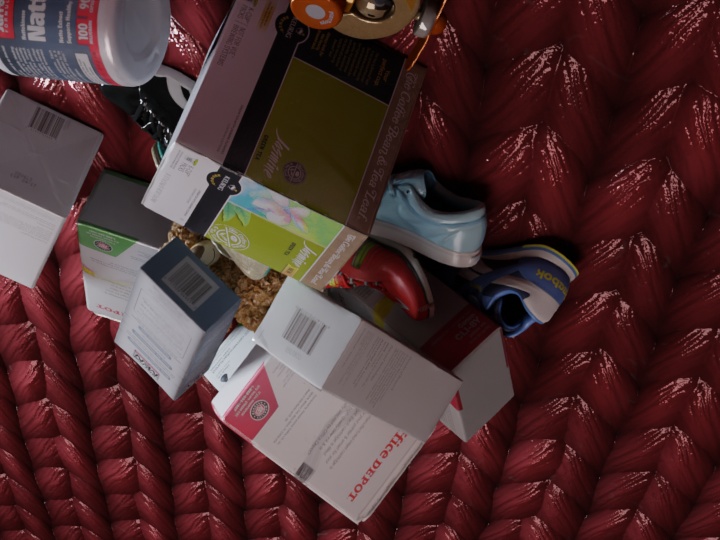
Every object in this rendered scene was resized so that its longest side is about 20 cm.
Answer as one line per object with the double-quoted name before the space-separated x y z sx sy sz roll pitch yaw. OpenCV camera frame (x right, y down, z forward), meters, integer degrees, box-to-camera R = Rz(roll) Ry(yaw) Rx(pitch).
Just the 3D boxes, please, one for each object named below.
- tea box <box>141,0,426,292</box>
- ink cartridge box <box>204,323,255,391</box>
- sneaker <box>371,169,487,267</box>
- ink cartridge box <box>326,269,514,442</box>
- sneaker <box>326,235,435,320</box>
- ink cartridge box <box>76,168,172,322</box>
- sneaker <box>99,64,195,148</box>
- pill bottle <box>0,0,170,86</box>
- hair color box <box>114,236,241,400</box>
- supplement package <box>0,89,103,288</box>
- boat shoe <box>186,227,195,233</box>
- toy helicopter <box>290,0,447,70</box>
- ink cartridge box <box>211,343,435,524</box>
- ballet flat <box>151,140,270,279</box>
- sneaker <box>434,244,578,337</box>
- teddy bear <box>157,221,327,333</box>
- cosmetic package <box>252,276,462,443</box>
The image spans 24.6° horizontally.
"tea box" -0.069 -0.124 1.536 0.195 0.201 0.134 26 149 -9
"ink cartridge box" -0.084 0.118 1.907 0.083 0.147 0.200 43 176 -29
"sneaker" 0.041 -0.078 1.696 0.198 0.074 0.083 20 121 8
"ink cartridge box" 0.066 0.071 1.808 0.200 0.083 0.146 38 160 32
"sneaker" 0.000 0.000 1.731 0.200 0.085 0.077 40 152 35
"ink cartridge box" -0.248 -0.012 1.937 0.144 0.088 0.201 17 147 6
"sneaker" -0.186 -0.133 1.680 0.198 0.113 0.073 23 148 -6
"pill bottle" -0.292 -0.241 1.561 0.198 0.120 0.120 7 148 21
"hair color box" -0.200 0.055 1.786 0.099 0.061 0.200 44 151 7
"supplement package" -0.385 -0.089 1.862 0.120 0.121 0.200 25 150 -11
"boat shoe" -0.099 -0.091 1.642 0.075 0.199 0.074 49 143 36
"toy helicopter" 0.046 -0.244 1.401 0.199 0.079 0.132 -18 134 42
"ink cartridge box" -0.038 0.153 1.775 0.200 0.146 0.085 39 177 -17
"ballet flat" -0.160 -0.065 1.737 0.200 0.067 0.063 46 135 26
"sneaker" 0.142 0.027 1.770 0.074 0.083 0.199 36 152 -28
"teddy bear" -0.126 0.014 1.800 0.144 0.067 0.201 -23 117 27
"cosmetic package" 0.000 0.090 1.629 0.112 0.082 0.200 32 180 37
